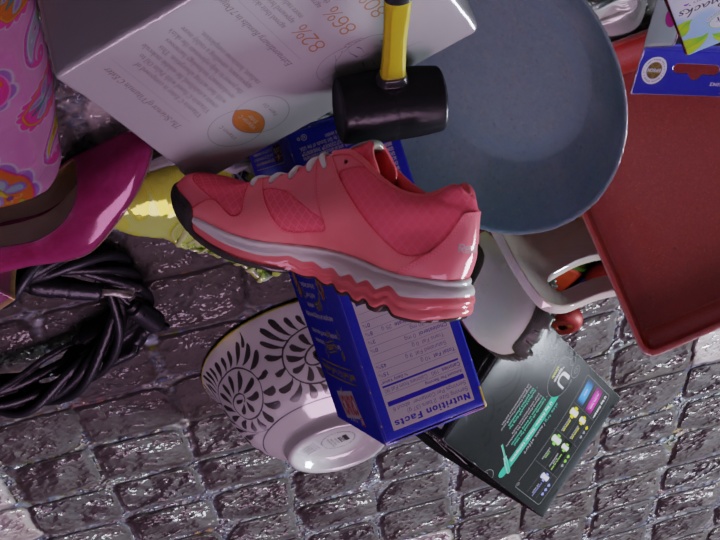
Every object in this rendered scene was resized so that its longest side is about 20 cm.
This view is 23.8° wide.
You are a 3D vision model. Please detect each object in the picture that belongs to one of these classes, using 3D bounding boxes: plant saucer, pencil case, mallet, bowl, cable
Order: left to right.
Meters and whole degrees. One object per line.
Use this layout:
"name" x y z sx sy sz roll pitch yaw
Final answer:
"pencil case" -0.224 -0.119 0.986 0.087 0.088 0.201 -12 150 -7
"cable" -0.251 0.050 1.284 0.198 0.051 0.163 -22 150 10
"bowl" -0.030 0.111 1.455 0.199 0.095 0.201 -13 149 -8
"mallet" 0.010 -0.138 0.908 0.065 0.041 0.201 -13 146 -3
"plant saucer" 0.085 -0.121 1.075 0.039 0.201 0.201 -40 172 -44
"plant saucer" 0.226 -0.065 1.137 0.198 0.201 0.037 -21 173 -16

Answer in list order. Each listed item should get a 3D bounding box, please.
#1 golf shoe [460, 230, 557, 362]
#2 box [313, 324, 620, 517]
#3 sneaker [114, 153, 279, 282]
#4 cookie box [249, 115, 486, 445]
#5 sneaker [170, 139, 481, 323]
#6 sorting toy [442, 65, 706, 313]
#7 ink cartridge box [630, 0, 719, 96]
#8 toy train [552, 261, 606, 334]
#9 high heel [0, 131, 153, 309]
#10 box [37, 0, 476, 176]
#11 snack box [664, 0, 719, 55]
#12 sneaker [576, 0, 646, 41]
"golf shoe" 0.067 -0.007 1.208 0.088 0.200 0.078 20 111 -34
"box" 0.088 0.085 1.356 0.125 0.148 0.200 -56 143 -5
"sneaker" -0.083 -0.036 1.199 0.198 0.077 0.076 1 148 -26
"cookie box" 0.000 0.000 1.111 0.075 0.202 0.171 -19 -175 -10
"sneaker" -0.016 -0.037 0.975 0.074 0.199 0.088 -9 115 -63
"sorting toy" 0.151 -0.058 1.176 0.198 0.181 0.107 -9 150 -12
"ink cartridge box" 0.239 -0.194 1.060 0.094 0.037 0.201 -1 123 -26
"toy train" 0.125 0.000 1.378 0.115 0.085 0.200 15 147 -19
"high heel" -0.230 -0.044 1.139 0.199 0.068 0.096 -32 134 29
"box" -0.061 -0.163 0.966 0.199 0.107 0.152 -26 150 16
"snack box" 0.155 -0.238 0.888 0.067 0.170 0.200 -19 151 12
"sneaker" 0.143 -0.187 1.058 0.076 0.081 0.200 -24 153 9
